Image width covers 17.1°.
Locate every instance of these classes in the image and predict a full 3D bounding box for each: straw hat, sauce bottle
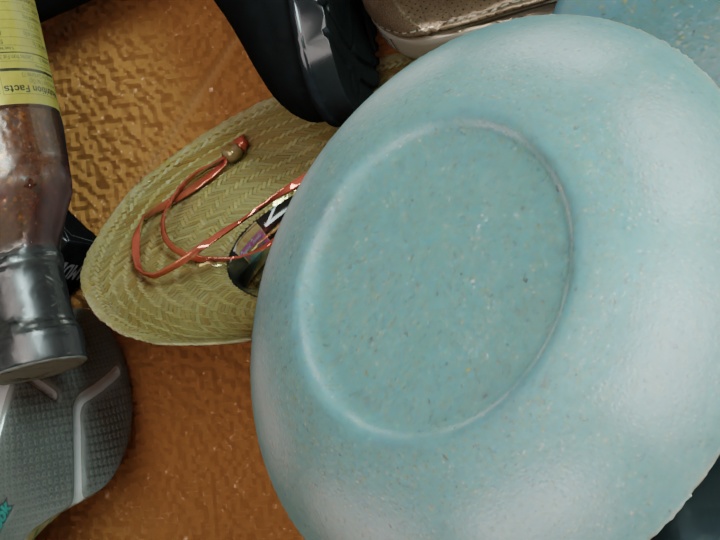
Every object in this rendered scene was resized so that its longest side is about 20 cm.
[{"bbox_3d":[0.000,0.000,0.922,0.201,0.201,0.085,-19,119,13],"label":"straw hat"},{"bbox_3d":[-0.147,-0.057,0.913,0.066,0.066,0.200,-14,81,14],"label":"sauce bottle"}]

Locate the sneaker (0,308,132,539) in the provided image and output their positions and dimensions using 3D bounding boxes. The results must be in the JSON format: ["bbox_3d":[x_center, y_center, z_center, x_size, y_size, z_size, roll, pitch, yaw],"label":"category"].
[{"bbox_3d":[-0.156,0.090,0.933,0.080,0.200,0.070,-9,128,36],"label":"sneaker"}]

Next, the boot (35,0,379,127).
[{"bbox_3d":[-0.087,-0.130,0.960,0.162,0.073,0.199,-16,71,13],"label":"boot"}]

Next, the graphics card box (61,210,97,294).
[{"bbox_3d":[-0.216,0.025,1.002,0.125,0.051,0.200,43,96,14],"label":"graphics card box"}]

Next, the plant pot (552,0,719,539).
[{"bbox_3d":[0.157,-0.023,0.838,0.196,0.196,0.200,-13,72,14],"label":"plant pot"}]

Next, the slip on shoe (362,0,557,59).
[{"bbox_3d":[0.092,-0.143,0.912,0.200,0.061,0.076,-18,59,9],"label":"slip on shoe"}]

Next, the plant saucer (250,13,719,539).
[{"bbox_3d":[0.033,0.006,0.756,0.201,0.039,0.201,-15,64,33],"label":"plant saucer"}]
